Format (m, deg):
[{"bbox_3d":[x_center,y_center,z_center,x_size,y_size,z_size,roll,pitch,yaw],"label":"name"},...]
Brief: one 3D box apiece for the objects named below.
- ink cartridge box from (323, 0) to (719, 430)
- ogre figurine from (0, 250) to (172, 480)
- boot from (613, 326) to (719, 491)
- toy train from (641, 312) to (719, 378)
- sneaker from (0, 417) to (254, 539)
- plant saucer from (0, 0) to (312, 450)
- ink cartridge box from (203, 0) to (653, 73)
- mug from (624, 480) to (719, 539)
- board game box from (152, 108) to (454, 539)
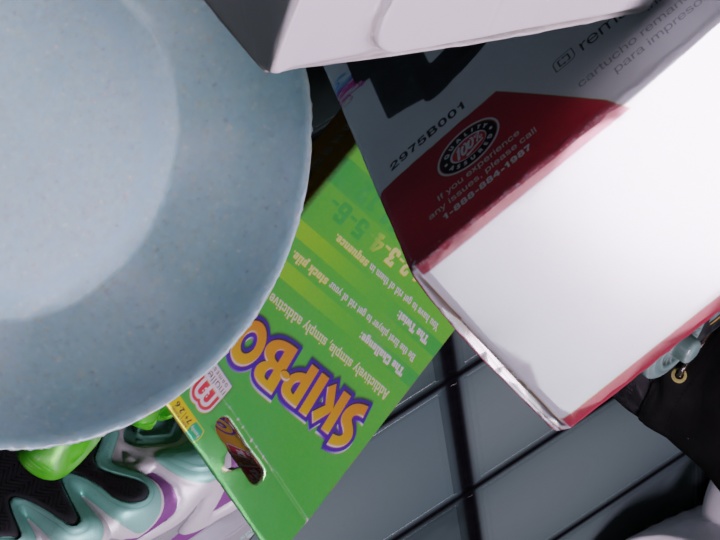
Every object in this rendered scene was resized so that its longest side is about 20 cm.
[{"bbox_3d":[0.071,-0.067,0.783,0.146,0.200,0.083,-40,120,10],"label":"ink cartridge box"},{"bbox_3d":[-0.111,0.027,0.918,0.199,0.098,0.120,17,131,-40],"label":"ogre figurine"},{"bbox_3d":[0.232,0.039,1.262,0.200,0.151,0.073,-33,150,-10],"label":"boot"},{"bbox_3d":[0.153,-0.036,1.150,0.114,0.085,0.200,-37,151,-28],"label":"toy train"},{"bbox_3d":[-0.106,0.114,1.061,0.199,0.078,0.140,-18,144,-32],"label":"sneaker"},{"bbox_3d":[-0.113,-0.043,0.806,0.200,0.039,0.202,-4,99,-27],"label":"plant saucer"},{"bbox_3d":[0.000,-0.176,0.655,0.144,0.200,0.148,-13,142,-37],"label":"ink cartridge box"},{"bbox_3d":[0.243,0.187,1.510,0.175,0.147,0.201,-15,114,-48],"label":"mug"},{"bbox_3d":[0.000,0.000,0.905,0.200,0.030,0.096,-53,131,-27],"label":"board game box"}]
